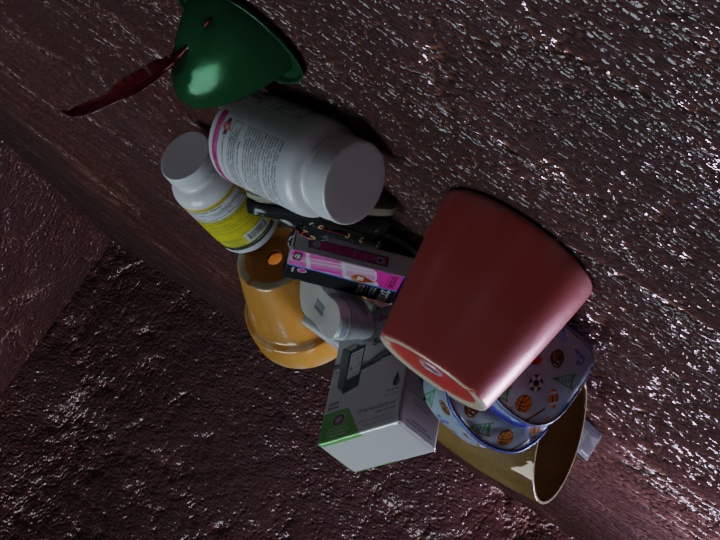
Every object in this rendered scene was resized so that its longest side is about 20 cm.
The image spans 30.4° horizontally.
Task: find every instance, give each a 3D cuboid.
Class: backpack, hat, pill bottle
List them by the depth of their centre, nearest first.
[{"bbox_3d":[-0.180,-0.186,1.404,0.165,0.177,0.199,39,169,-24],"label":"hat"},{"bbox_3d":[-0.072,-0.127,1.504,0.199,0.114,0.113,26,167,41],"label":"pill bottle"},{"bbox_3d":[0.176,0.123,1.604,0.199,0.192,0.154,36,173,-14],"label":"backpack"},{"bbox_3d":[-0.214,-0.120,2.005,0.112,0.113,0.200,27,166,38],"label":"pill bottle"}]

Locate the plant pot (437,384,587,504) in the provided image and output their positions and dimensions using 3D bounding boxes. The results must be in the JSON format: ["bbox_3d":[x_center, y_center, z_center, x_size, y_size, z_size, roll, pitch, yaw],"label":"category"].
[{"bbox_3d":[0.188,0.204,1.836,0.198,0.188,0.187,14,161,28],"label":"plant pot"}]

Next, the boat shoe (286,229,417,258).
[{"bbox_3d":[-0.008,-0.022,1.816,0.198,0.060,0.075,24,128,18],"label":"boat shoe"}]

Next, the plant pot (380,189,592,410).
[{"bbox_3d":[0.125,0.040,1.443,0.199,0.178,0.201,35,170,7],"label":"plant pot"}]

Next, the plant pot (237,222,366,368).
[{"bbox_3d":[-0.108,0.025,2.115,0.199,0.201,0.184,28,160,32],"label":"plant pot"}]

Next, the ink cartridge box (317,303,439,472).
[{"bbox_3d":[0.036,0.150,1.773,0.144,0.202,0.084,-21,133,36],"label":"ink cartridge box"}]

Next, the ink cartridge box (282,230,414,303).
[{"bbox_3d":[0.000,0.000,1.748,0.197,0.038,0.095,12,155,-7],"label":"ink cartridge box"}]

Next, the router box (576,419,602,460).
[{"bbox_3d":[0.269,0.209,2.096,0.200,0.052,0.157,43,168,-34],"label":"router box"}]

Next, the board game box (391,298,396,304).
[{"bbox_3d":[0.144,0.082,1.880,0.101,0.048,0.200,2,147,48],"label":"board game box"}]

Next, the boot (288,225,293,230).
[{"bbox_3d":[-0.010,-0.011,1.951,0.199,0.072,0.155,37,171,30],"label":"boot"}]

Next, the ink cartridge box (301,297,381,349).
[{"bbox_3d":[0.030,0.110,1.989,0.199,0.084,0.144,30,173,41],"label":"ink cartridge box"}]

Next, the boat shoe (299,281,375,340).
[{"bbox_3d":[-0.031,0.040,1.831,0.068,0.073,0.200,11,-167,-23],"label":"boat shoe"}]

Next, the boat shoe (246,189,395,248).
[{"bbox_3d":[-0.051,-0.064,1.611,0.199,0.064,0.074,7,-160,-32],"label":"boat shoe"}]

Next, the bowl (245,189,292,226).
[{"bbox_3d":[-0.091,-0.116,1.740,0.200,0.075,0.199,40,170,-34],"label":"bowl"}]
